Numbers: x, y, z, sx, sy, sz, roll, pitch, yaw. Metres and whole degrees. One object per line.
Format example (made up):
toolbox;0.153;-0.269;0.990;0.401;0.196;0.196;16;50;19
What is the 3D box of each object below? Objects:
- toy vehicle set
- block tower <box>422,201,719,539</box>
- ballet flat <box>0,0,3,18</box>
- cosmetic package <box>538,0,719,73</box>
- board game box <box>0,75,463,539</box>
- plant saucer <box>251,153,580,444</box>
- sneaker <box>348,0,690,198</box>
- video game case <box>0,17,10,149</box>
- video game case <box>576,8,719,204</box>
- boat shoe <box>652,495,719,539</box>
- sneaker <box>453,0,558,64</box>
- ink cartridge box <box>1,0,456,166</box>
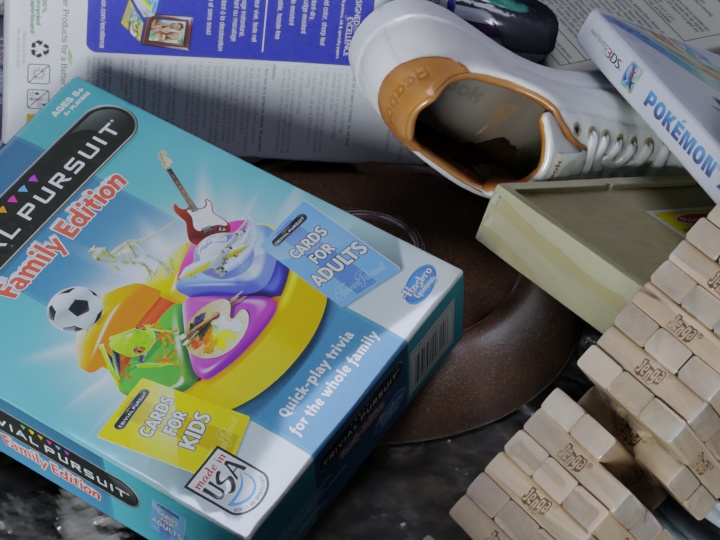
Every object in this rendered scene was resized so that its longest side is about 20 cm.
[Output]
toy vehicle set;0.161;0.000;0.923;0.199;0.027;0.124;-4;32;-43
block tower;0.096;0.066;0.778;0.200;0.054;0.058;-47;51;0
ballet flat;-0.191;-0.152;1.117;0.071;0.072;0.200;24;41;25
cosmetic package;0.159;-0.108;1.082;0.198;0.074;0.104;-11;39;-20
board game box;-0.081;0.020;0.871;0.199;0.047;0.151;27;56;21
plant saucer;0.000;0.000;0.960;0.198;0.032;0.201;2;38;-1
sneaker;0.087;-0.048;0.960;0.199;0.073;0.085;18;29;-28
video game case;-0.181;-0.067;1.007;0.199;0.019;0.143;-21;44;-33
video game case;0.211;-0.041;0.961;0.199;0.022;0.183;16;25;-29
boat shoe;0.171;0.127;0.787;0.071;0.070;0.201;-31;48;-10
sneaker;0.003;-0.103;1.039;0.199;0.088;0.074;16;15;32
ink cartridge box;-0.061;-0.099;0.973;0.198;0.095;0.037;4;33;-5
